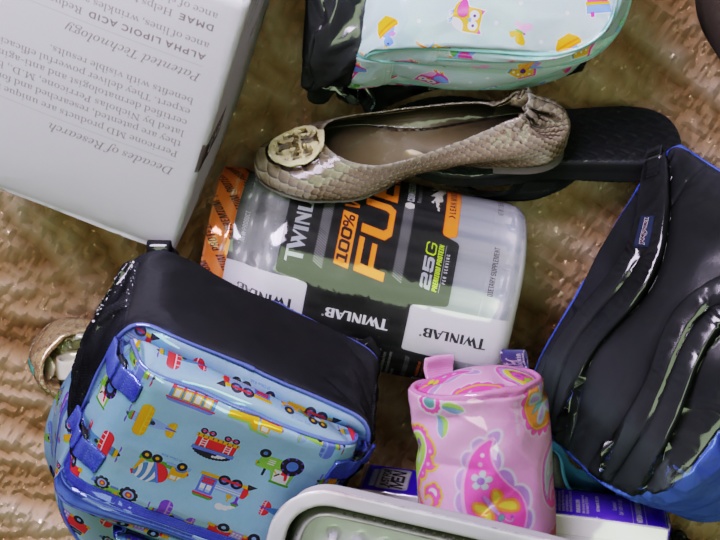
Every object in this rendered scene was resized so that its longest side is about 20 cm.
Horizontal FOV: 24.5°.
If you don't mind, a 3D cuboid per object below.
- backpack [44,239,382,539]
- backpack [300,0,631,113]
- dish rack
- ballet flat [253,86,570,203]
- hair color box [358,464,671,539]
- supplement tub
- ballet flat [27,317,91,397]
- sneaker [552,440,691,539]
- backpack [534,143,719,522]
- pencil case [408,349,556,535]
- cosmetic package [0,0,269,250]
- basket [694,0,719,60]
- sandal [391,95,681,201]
[{"bbox_3d":[-0.102,0.112,0.985,0.181,0.135,0.201,26,119,-15],"label":"backpack"},{"bbox_3d":[0.066,-0.177,1.017,0.198,0.127,0.169,4,93,-4],"label":"backpack"},{"bbox_3d":[0.035,0.202,0.927,0.198,0.044,0.173,13,113,-4],"label":"dish rack"},{"bbox_3d":[0.032,-0.082,1.017,0.198,0.068,0.047,-5,138,-5],"label":"ballet flat"},{"bbox_3d":[0.093,0.196,1.071,0.198,0.065,0.110,7,101,4],"label":"hair color box"},{"bbox_3d":[0.000,0.000,1.061,0.198,0.123,0.124,11,102,-1],"label":"supplement tub"},{"bbox_3d":[-0.126,0.063,1.106,0.198,0.065,0.071,-5,104,2],"label":"ballet flat"},{"bbox_3d":[0.188,0.187,1.119,0.198,0.073,0.082,24,107,-4],"label":"sneaker"},{"bbox_3d":[0.222,0.058,1.041,0.167,0.162,0.201,27,100,-43],"label":"backpack"},{"bbox_3d":[0.074,0.153,0.994,0.086,0.087,0.202,-5,99,2],"label":"pencil case"},{"bbox_3d":[-0.143,-0.156,0.972,0.164,0.166,0.201,20,135,-3],"label":"cosmetic package"},{"bbox_3d":[0.269,-0.160,0.981,0.135,0.200,0.182,10,101,0],"label":"basket"},{"bbox_3d":[0.107,-0.071,1.074,0.198,0.076,0.048,3,134,-2],"label":"sandal"}]
